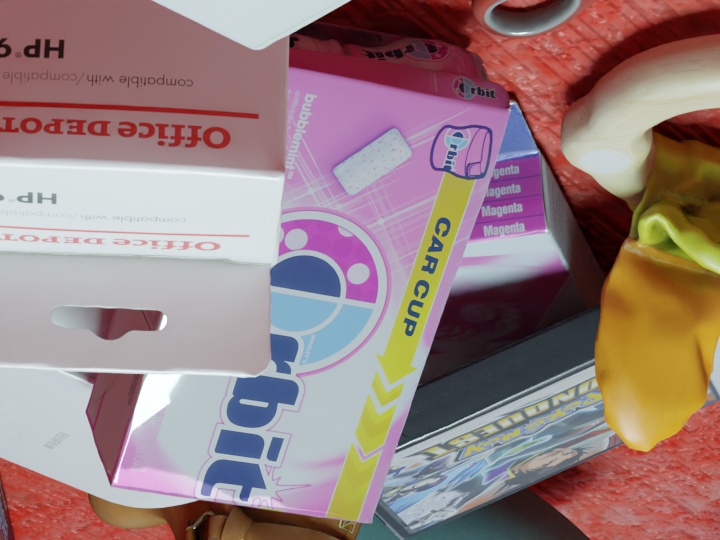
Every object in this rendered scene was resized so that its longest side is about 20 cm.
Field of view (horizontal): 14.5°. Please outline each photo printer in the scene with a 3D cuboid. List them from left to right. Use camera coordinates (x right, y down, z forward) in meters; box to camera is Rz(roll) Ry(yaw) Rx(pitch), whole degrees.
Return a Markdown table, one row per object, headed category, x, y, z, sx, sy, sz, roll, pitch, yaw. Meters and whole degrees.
| category | x | y | z | sx | sy | sz | roll | pitch | yaw |
| --- | --- | --- | --- | --- | --- | --- | --- | --- | --- |
| photo printer | -0.133 | 0.041 | 1.257 | 0.200 | 0.070 | 0.166 | 24 | 157 | -14 |

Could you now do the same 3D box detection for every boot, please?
| category | x | y | z | sx | sy | sz | roll | pitch | yaw |
| --- | --- | --- | --- | --- | --- | --- | --- | --- | --- |
| boot | -0.076 | 0.134 | 1.400 | 0.074 | 0.155 | 0.200 | 29 | 140 | -32 |

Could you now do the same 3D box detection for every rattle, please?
| category | x | y | z | sx | sy | sz | roll | pitch | yaw |
| --- | --- | --- | --- | --- | --- | --- | --- | --- | --- |
| rattle | 0.173 | -0.031 | 1.115 | 0.200 | 0.143 | 0.130 | -14 | 132 | 37 |

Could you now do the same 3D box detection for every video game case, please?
| category | x | y | z | sx | sy | sz | roll | pitch | yaw |
| --- | --- | --- | --- | --- | --- | --- | --- | --- | --- |
| video game case | 0.090 | 0.061 | 1.294 | 0.200 | 0.026 | 0.181 | -25 | 163 | 3 |

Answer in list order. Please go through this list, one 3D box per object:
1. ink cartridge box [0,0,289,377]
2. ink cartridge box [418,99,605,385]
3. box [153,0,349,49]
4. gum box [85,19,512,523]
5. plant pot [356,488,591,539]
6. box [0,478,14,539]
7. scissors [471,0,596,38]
| category | x | y | z | sx | sy | sz | roll | pitch | yaw |
| --- | --- | --- | --- | --- | --- | --- | --- | --- | --- |
| ink cartridge box | -0.082 | -0.069 | 0.960 | 0.116 | 0.201 | 0.068 | 2 | 153 | -5 |
| ink cartridge box | 0.000 | 0.000 | 1.272 | 0.196 | 0.043 | 0.200 | -8 | 153 | 15 |
| box | -0.065 | -0.179 | 0.799 | 0.106 | 0.153 | 0.200 | -25 | 143 | 38 |
| gum box | -0.026 | -0.006 | 1.129 | 0.113 | 0.066 | 0.200 | 10 | 113 | -20 |
| plant pot | 0.016 | 0.165 | 1.466 | 0.200 | 0.200 | 0.135 | -27 | 105 | 41 |
| box | -0.241 | 0.155 | 1.509 | 0.099 | 0.096 | 0.200 | 2 | 153 | -2 |
| scissors | 0.122 | -0.122 | 1.062 | 0.199 | 0.014 | 0.073 | -10 | 150 | 21 |
